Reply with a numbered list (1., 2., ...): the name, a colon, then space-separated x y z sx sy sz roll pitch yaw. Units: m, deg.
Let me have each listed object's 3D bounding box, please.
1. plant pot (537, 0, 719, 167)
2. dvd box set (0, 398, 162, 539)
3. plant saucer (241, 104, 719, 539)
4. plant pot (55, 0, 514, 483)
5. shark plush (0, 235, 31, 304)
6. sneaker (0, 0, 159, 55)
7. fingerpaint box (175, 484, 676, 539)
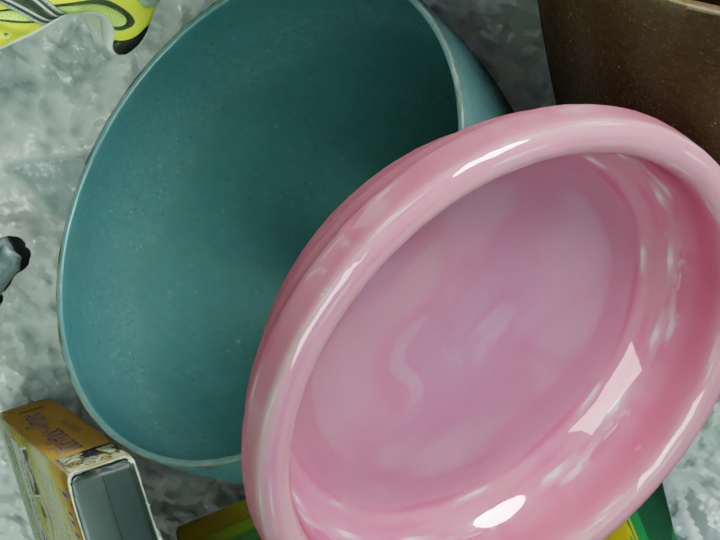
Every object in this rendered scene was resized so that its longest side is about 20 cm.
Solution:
1. plant pot: 0.150 -0.058 1.015 0.186 0.187 0.200 5 128 6
2. dvd box set: -0.100 0.132 1.096 0.029 0.200 0.147 -19 97 -13
3. plant saucer: 0.041 0.027 0.928 0.200 0.051 0.201 -21 132 -24
4. plant pot: 0.000 0.000 1.057 0.200 0.200 0.135 -39 138 21
5. shark plush: -0.205 0.060 1.151 0.200 0.083 0.091 -28 107 18
6. sneaker: -0.156 -0.120 1.023 0.199 0.075 0.077 1 103 -28
7. fingerpaint box: 0.034 0.152 1.109 0.200 0.167 0.073 -25 139 17
